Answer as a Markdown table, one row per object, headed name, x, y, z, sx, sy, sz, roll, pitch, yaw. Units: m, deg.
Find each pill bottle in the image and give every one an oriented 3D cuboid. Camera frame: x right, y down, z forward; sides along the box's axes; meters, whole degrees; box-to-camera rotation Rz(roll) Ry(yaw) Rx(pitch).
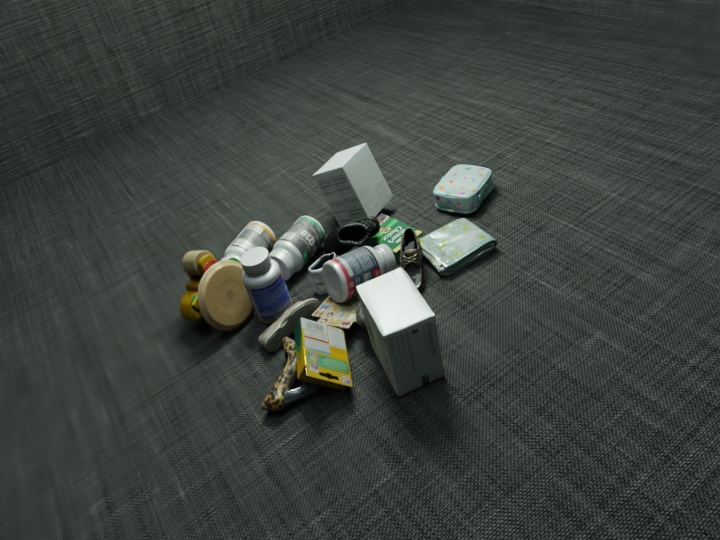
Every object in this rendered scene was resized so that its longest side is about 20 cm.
| name | x | y | z | sx | sy | sz | roll | pitch | yaw |
| --- | --- | --- | --- | --- | --- | --- | --- | --- | --- |
| pill bottle | -0.203 | -0.069 | 1.845 | 0.111 | 0.115 | 0.201 | 11 | 45 | 30 |
| pill bottle | -0.361 | -0.054 | 1.881 | 0.113 | 0.118 | 0.202 | 7 | 43 | 26 |
| pill bottle | 0.000 | 0.000 | 1.671 | 0.197 | 0.123 | 0.119 | -24 | 37 | -29 |
| pill bottle | -0.267 | 0.040 | 1.659 | 0.109 | 0.204 | 0.114 | -9 | 37 | 7 |

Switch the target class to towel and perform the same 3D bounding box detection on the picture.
| name | x | y | z | sx | sy | sz | roll | pitch | yaw |
| --- | --- | --- | --- | --- | --- | --- | --- | --- | --- |
| towel | 0.275 | -0.076 | 1.737 | 0.196 | 0.049 | 0.172 | -26 | 39 | -13 |

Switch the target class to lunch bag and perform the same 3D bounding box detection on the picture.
| name | x | y | z | sx | sy | sz | roll | pitch | yaw |
| --- | --- | --- | --- | --- | --- | --- | --- | --- | --- |
| lunch bag | 0.337 | -0.262 | 1.922 | 0.157 | 0.079 | 0.200 | 16 | 47 | 32 |

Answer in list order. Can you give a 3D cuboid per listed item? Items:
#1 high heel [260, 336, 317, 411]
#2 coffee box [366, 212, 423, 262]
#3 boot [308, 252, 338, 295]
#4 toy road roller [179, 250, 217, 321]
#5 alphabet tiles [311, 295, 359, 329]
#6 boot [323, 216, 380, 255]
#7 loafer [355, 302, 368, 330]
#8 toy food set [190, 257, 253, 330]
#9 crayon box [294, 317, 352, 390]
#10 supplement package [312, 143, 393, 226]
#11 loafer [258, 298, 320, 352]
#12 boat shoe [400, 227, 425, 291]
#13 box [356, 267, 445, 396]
| name | x | y | z | sx | sy | sz | roll | pitch | yaw |
| --- | --- | --- | --- | --- | --- | --- | --- | --- | --- |
| high heel | -0.204 | 0.254 | 1.474 | 0.139 | 0.073 | 0.201 | -20 | 45 | -14 |
| coffee box | 0.090 | -0.106 | 1.842 | 0.122 | 0.045 | 0.198 | -35 | 41 | -23 |
| boot | -0.059 | -0.012 | 1.736 | 0.197 | 0.097 | 0.073 | -30 | 39 | -19 |
| toy road roller | -0.464 | 0.057 | 1.709 | 0.121 | 0.204 | 0.146 | 0 | 33 | 46 |
| alphabet tiles | -0.034 | 0.100 | 1.626 | 0.162 | 0.006 | 0.200 | 6 | 30 | 24 |
| boot | -0.044 | -0.093 | 1.765 | 0.208 | 0.081 | 0.158 | -30 | 6 | 22 |
| loafer | 0.046 | 0.079 | 1.563 | 0.072 | 0.073 | 0.201 | 37 | 38 | -2 |
| toy food set | -0.378 | 0.066 | 1.675 | 0.048 | 0.198 | 0.204 | 1 | 57 | 46 |
| crayon box | -0.094 | 0.214 | 1.452 | 0.123 | 0.052 | 0.202 | 18 | 31 | -22 |
| supplement package | -0.023 | -0.275 | 1.935 | 0.148 | 0.203 | 0.152 | -6 | 32 | 45 |
| loafer | -0.198 | 0.139 | 1.625 | 0.199 | 0.073 | 0.062 | -41 | 37 | -25 |
| boat shoe | 0.139 | -0.032 | 1.680 | 0.072 | 0.074 | 0.205 | -12 | 56 | 9 |
| box | 0.094 | 0.143 | 1.402 | 0.128 | 0.203 | 0.201 | -21 | 37 | -8 |
